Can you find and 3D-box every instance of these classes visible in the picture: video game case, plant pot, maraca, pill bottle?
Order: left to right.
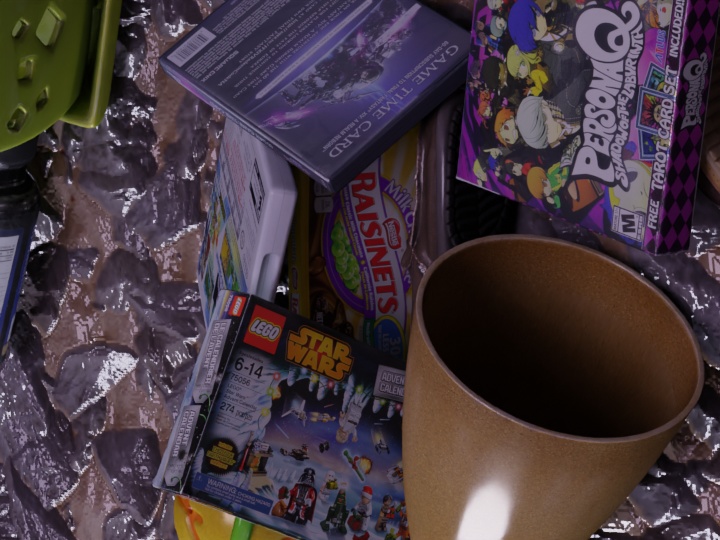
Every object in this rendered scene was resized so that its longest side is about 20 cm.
[{"bbox_3d":[-0.310,-0.026,2.036,0.112,0.112,0.200,29,114,33],"label":"pill bottle"},{"bbox_3d":[-0.288,-0.203,1.945,0.199,0.181,0.200,20,110,37],"label":"plant pot"},{"bbox_3d":[-0.080,-0.024,1.814,0.200,0.022,0.182,-106,26,-58],"label":"video game case"},{"bbox_3d":[-0.074,0.150,1.848,0.107,0.137,0.200,12,138,-2],"label":"maraca"},{"bbox_3d":[-0.026,-0.142,1.760,0.200,0.143,0.019,37,163,41],"label":"video game case"},{"bbox_3d":[0.100,0.113,1.689,0.186,0.186,0.200,42,134,27],"label":"plant pot"},{"bbox_3d":[0.139,-0.129,1.613,0.181,0.036,0.200,25,116,45],"label":"video game case"}]

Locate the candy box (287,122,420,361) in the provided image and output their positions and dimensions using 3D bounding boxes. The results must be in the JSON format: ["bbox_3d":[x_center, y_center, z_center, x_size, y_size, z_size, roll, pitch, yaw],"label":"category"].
[{"bbox_3d":[0.000,0.000,1.790,0.026,0.102,0.200,13,106,59],"label":"candy box"}]

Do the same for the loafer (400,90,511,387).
[{"bbox_3d":[0.053,-0.022,1.755,0.071,0.073,0.200,12,108,40],"label":"loafer"}]

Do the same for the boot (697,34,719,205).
[{"bbox_3d":[0.166,-0.099,1.674,0.166,0.072,0.200,-42,71,49],"label":"boot"}]

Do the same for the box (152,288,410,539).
[{"bbox_3d":[-0.028,0.110,1.738,0.040,0.200,0.137,7,76,54],"label":"box"}]
